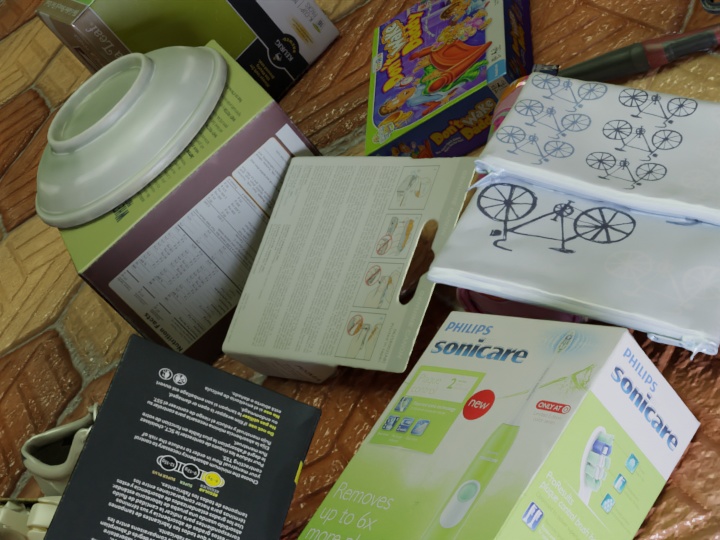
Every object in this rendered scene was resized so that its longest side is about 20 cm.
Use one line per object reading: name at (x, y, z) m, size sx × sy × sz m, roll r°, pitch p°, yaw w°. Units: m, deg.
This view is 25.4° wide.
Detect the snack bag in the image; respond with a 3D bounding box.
snack bag at (0.153, -0.043, 0.957) m, size 0.188 × 0.021 × 0.200 m, roll 15°, pitch 50°, yaw 24°

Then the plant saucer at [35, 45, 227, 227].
plant saucer at (-0.200, -0.123, 1.299) m, size 0.200 × 0.050 × 0.200 m, roll -31°, pitch 30°, yaw 20°

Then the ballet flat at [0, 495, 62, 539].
ballet flat at (-0.231, 0.193, 1.171) m, size 0.200 × 0.071 × 0.071 m, roll -12°, pitch 40°, yaw 43°

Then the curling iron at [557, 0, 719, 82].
curling iron at (0.209, -0.165, 1.149) m, size 0.200 × 0.026 × 0.050 m, roll -23°, pitch 70°, yaw 38°

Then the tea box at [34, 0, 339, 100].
tea box at (-0.168, -0.241, 1.548) m, size 0.197 × 0.200 × 0.134 m, roll -47°, pitch 29°, yaw -9°

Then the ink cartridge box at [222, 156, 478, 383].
ink cartridge box at (0.000, 0.000, 1.130) m, size 0.200 × 0.057 × 0.163 m, roll 6°, pitch 70°, yaw 44°

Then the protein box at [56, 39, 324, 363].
protein box at (-0.131, -0.054, 1.314) m, size 0.200 × 0.135 × 0.199 m, roll -42°, pitch 29°, yaw 0°

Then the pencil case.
pencil case at (0.117, -0.046, 1.046) m, size 0.087 × 0.087 × 0.200 m, roll -22°, pitch 33°, yaw 32°

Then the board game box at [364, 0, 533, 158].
board game box at (0.073, -0.165, 1.304) m, size 0.134 × 0.045 × 0.200 m, roll -29°, pitch 31°, yaw 23°

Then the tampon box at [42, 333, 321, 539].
tampon box at (-0.122, 0.173, 0.939) m, size 0.150 × 0.126 × 0.200 m, roll 116°, pitch 174°, yaw -48°

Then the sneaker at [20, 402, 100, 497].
sneaker at (-0.175, 0.132, 1.178) m, size 0.200 × 0.071 × 0.073 m, roll -24°, pitch 33°, yaw 31°

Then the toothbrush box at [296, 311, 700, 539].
toothbrush box at (0.066, 0.127, 0.868) m, size 0.145 × 0.086 × 0.200 m, roll 5°, pitch 52°, yaw 54°
